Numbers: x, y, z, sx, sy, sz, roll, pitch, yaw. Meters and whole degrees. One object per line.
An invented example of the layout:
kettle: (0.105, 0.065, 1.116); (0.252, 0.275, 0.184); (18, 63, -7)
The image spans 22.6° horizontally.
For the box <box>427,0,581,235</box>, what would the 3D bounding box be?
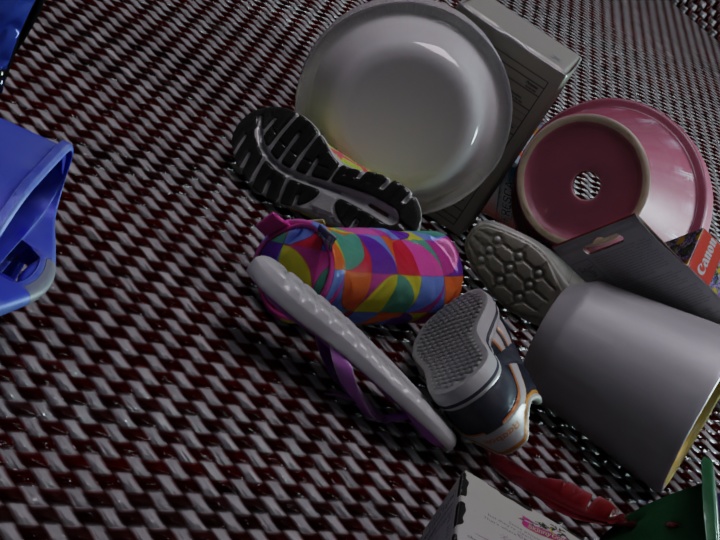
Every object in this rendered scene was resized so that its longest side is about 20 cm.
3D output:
box: (0.109, -0.157, 1.791); (0.128, 0.200, 0.109); (35, 21, 4)

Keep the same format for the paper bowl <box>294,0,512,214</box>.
paper bowl: (0.040, -0.148, 1.654); (0.201, 0.201, 0.104); (31, 11, -6)

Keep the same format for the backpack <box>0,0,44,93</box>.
backpack: (-0.314, -0.190, 1.248); (0.168, 0.200, 0.163); (11, 31, -46)

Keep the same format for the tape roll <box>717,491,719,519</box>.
tape roll: (0.374, 0.238, 1.459); (0.200, 0.085, 0.200); (28, 21, -12)

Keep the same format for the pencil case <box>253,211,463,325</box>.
pencil case: (0.000, 0.000, 1.444); (0.088, 0.088, 0.200); (45, 21, 29)

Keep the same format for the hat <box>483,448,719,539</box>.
hat: (0.164, 0.213, 1.266); (0.176, 0.166, 0.200); (-3, 1, 12)

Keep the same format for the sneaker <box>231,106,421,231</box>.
sneaker: (-0.030, -0.071, 1.599); (0.200, 0.078, 0.090); (35, -3, 18)

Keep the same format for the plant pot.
plant pot: (0.233, -0.077, 1.748); (0.200, 0.200, 0.179); (40, 7, 17)

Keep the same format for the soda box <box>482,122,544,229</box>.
soda box: (0.173, -0.111, 1.964); (0.064, 0.068, 0.200); (32, 22, -3)

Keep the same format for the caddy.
caddy: (-0.230, -0.014, 1.061); (0.105, 0.141, 0.200); (28, 22, -4)

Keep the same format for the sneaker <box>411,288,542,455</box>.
sneaker: (0.090, 0.082, 1.400); (0.079, 0.078, 0.200); (52, 13, -15)

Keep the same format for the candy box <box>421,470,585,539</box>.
candy box: (0.101, 0.222, 1.127); (0.136, 0.061, 0.200); (31, 21, -4)

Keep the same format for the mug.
mug: (0.220, 0.097, 1.529); (0.153, 0.187, 0.149); (29, 52, 14)

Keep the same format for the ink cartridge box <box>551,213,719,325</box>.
ink cartridge box: (0.272, 0.015, 1.551); (0.200, 0.109, 0.050); (43, 54, -19)

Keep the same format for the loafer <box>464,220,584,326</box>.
loafer: (0.181, 0.022, 1.695); (0.200, 0.070, 0.070); (39, 15, -5)

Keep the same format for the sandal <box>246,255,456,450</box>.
sandal: (-0.013, 0.069, 1.327); (0.203, 0.050, 0.082); (43, 4, -6)
